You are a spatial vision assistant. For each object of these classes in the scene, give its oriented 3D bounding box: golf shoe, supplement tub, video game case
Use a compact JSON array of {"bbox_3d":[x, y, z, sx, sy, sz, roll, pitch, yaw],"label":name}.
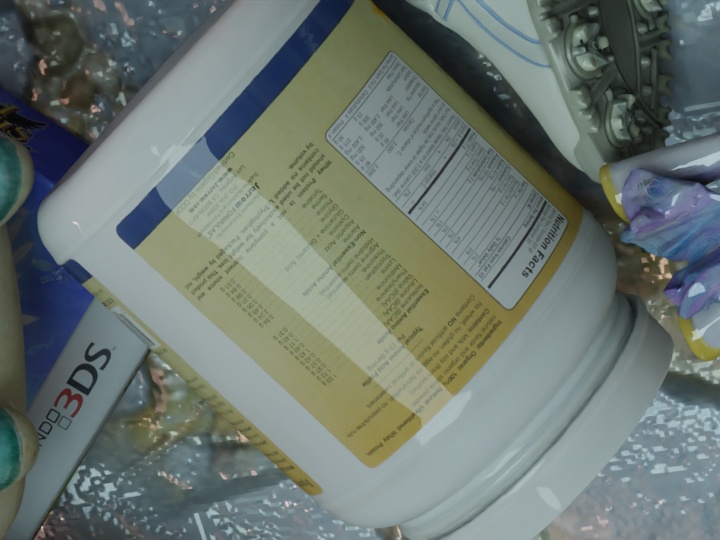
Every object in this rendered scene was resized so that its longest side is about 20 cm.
[{"bbox_3d":[0.040,-0.116,0.844,0.097,0.078,0.201,-16,105,39],"label":"golf shoe"},{"bbox_3d":[0.000,0.000,0.857,0.200,0.145,0.144,43,118,-8],"label":"supplement tub"},{"bbox_3d":[-0.184,0.006,0.964,0.200,0.045,0.182,33,117,-2],"label":"video game case"}]

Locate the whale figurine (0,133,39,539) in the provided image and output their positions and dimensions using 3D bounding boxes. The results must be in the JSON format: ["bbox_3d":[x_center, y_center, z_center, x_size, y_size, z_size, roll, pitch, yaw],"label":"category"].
[{"bbox_3d":[-0.180,0.027,0.868,0.159,0.103,0.201,43,126,33],"label":"whale figurine"}]

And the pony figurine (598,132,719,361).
[{"bbox_3d":[0.186,-0.043,0.788,0.199,0.167,0.193,-26,150,22],"label":"pony figurine"}]
